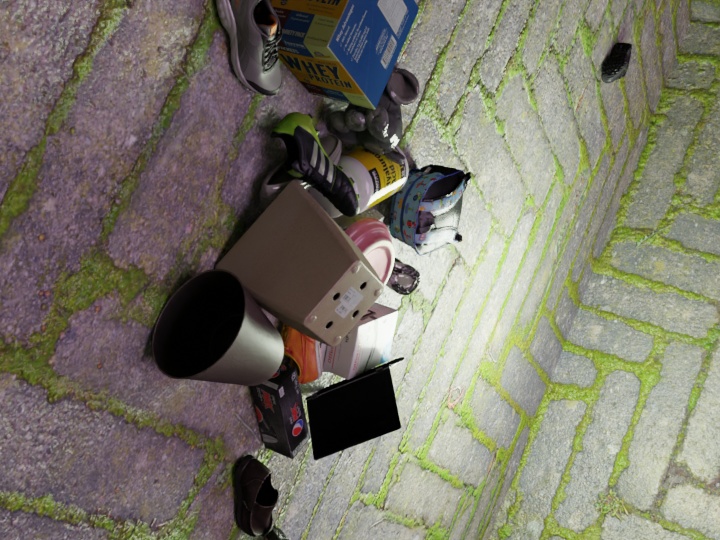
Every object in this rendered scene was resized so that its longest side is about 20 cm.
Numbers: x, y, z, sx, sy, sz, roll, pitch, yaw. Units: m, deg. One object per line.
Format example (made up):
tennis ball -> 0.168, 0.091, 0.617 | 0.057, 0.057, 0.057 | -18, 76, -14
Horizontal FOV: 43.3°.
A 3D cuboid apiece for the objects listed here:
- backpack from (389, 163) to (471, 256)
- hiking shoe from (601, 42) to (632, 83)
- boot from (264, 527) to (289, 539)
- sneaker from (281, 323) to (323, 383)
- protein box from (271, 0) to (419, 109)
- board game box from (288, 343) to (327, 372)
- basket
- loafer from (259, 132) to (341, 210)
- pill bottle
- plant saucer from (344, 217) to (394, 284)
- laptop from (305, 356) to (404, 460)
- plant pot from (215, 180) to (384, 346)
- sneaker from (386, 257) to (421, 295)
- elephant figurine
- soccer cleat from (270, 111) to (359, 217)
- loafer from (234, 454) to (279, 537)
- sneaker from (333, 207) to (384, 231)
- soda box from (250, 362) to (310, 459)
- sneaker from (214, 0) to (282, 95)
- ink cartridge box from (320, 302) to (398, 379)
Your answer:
backpack -> 0.131, -0.126, 1.913 | 0.200, 0.134, 0.183 | -26, 128, -55
hiking shoe -> 0.841, -0.656, 2.962 | 0.200, 0.076, 0.101 | -53, 144, -33
boot -> -0.198, 0.594, 1.836 | 0.138, 0.077, 0.200 | -43, 156, -10
sneaker -> -0.116, 0.117, 1.669 | 0.077, 0.073, 0.201 | -11, 103, -19
protein box -> -0.029, -0.402, 1.457 | 0.199, 0.135, 0.200 | -67, 152, -9
board game box -> -0.052, 0.104, 1.816 | 0.199, 0.043, 0.201 | 13, 95, -63
basket -> -0.210, 0.108, 1.439 | 0.181, 0.136, 0.200 | -55, 155, -4
loafer -> -0.098, -0.175, 1.537 | 0.200, 0.070, 0.070 | -51, 154, -34
pill bottle -> -0.005, -0.166, 1.668 | 0.200, 0.111, 0.112 | -34, 135, -49
plant saucer -> 0.000, 0.000, 1.715 | 0.200, 0.051, 0.201 | -38, 144, -35
laptop -> 0.000, 0.267, 1.786 | 0.116, 0.187, 0.200 | 68, 16, 4
plant pot -> -0.081, 0.010, 1.504 | 0.200, 0.177, 0.200 | -48, 149, -3
sneaker -> 0.033, -0.015, 1.878 | 0.200, 0.089, 0.077 | 34, 93, -38
elephant figurine -> 0.034, -0.323, 1.627 | 0.155, 0.141, 0.200 | 76, 31, -69
soccer cleat -> -0.075, -0.163, 1.483 | 0.081, 0.067, 0.200 | -42, 106, -30
loafer -> -0.193, 0.442, 1.726 | 0.073, 0.071, 0.200 | -45, 142, -41
sneaker -> -0.031, -0.071, 1.732 | 0.200, 0.076, 0.081 | -24, 134, -46
soda box -> -0.150, 0.259, 1.696 | 0.063, 0.071, 0.200 | -48, 145, -39
sneaker -> -0.150, -0.337, 1.338 | 0.074, 0.079, 0.200 | -57, 151, -29
ink cartridge box -> -0.010, 0.141, 1.793 | 0.200, 0.068, 0.116 | -17, 121, -57
